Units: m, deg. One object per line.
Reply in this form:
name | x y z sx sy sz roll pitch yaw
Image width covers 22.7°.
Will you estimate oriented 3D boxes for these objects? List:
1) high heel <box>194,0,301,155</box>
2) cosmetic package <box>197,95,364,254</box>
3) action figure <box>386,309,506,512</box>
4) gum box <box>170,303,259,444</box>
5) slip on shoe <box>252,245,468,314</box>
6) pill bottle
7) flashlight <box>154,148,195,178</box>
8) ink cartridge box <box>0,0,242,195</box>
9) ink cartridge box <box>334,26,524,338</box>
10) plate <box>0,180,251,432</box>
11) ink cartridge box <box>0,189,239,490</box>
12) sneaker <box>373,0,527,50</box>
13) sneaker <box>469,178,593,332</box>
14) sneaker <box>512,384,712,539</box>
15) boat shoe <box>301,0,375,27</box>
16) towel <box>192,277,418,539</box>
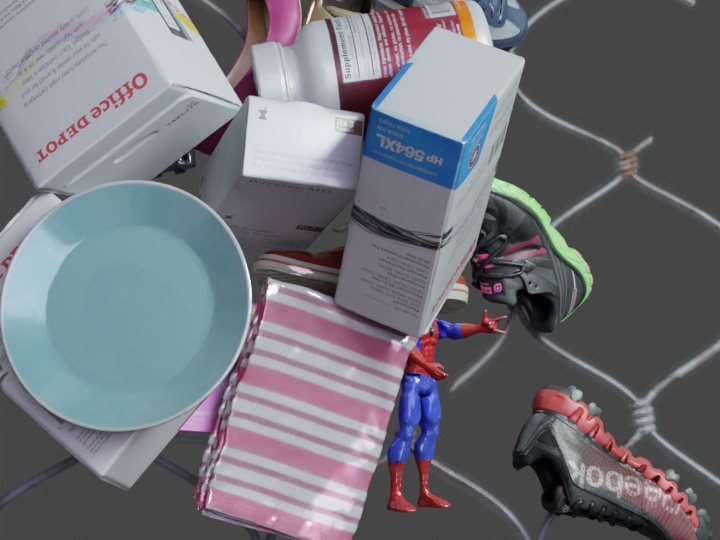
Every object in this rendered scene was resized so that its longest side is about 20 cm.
high heel | -0.107 -0.197 1.600 0.096 0.067 0.200 2 87 -24
cosmetic package | -0.071 -0.075 1.502 0.101 0.200 0.074 7 75 -13
action figure | 0.069 0.104 1.522 0.065 0.099 0.200 -1 88 -44
gum box | -0.074 0.091 1.527 0.200 0.066 0.114 5 75 -14
slip on shoe | 0.000 0.000 1.573 0.200 0.074 0.061 4 69 -20
pill bottle | 0.010 -0.164 1.536 0.200 0.113 0.113 -9 77 -5
flashlight | -0.192 -0.183 1.575 0.068 0.068 0.200 -1 80 -26
ink cartridge box | -0.226 -0.180 1.478 0.147 0.146 0.200 -35 77 15
ink cartridge box | 0.054 -0.070 1.443 0.084 0.200 0.146 22 39 11
plate | -0.180 0.028 1.388 0.200 0.026 0.201 -2 74 7
ink cartridge box | -0.223 0.055 1.444 0.200 0.084 0.145 39 84 15
sneaker | 0.093 -0.255 1.634 0.200 0.082 0.070 15 66 -37
sneaker | 0.129 -0.017 1.581 0.200 0.077 0.084 42 69 -26
sneaker | 0.215 0.194 1.578 0.200 0.071 0.098 40 69 0
boat shoe | -0.023 -0.216 1.627 0.071 0.065 0.200 10 73 -13
towel | -0.042 0.120 1.463 0.146 0.030 0.200 19 88 -24
